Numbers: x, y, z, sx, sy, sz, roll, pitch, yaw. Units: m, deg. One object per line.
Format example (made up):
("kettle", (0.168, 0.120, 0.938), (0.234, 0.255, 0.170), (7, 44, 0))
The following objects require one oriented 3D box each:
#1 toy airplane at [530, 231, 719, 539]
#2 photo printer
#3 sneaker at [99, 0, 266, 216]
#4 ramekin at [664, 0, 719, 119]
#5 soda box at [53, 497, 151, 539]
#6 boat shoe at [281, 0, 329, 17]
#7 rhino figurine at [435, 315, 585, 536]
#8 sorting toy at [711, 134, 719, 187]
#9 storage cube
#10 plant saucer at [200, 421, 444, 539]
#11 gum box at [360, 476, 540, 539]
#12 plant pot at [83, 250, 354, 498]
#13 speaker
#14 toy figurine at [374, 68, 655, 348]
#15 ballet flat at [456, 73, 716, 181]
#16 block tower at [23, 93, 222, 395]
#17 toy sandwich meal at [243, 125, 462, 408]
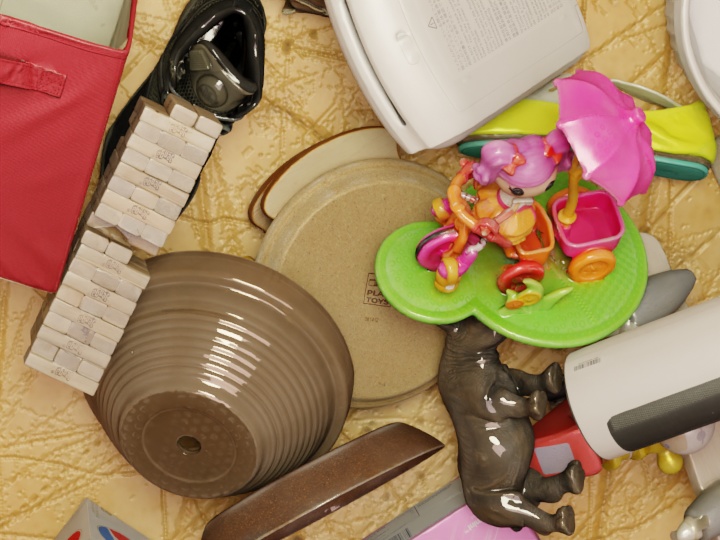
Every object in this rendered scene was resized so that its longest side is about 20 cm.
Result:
("toy airplane", (0.235, 0.096, 1.644), (0.199, 0.141, 0.200), (24, 97, -11))
("photo printer", (0.059, -0.181, 1.543), (0.200, 0.069, 0.167), (-36, 105, -44))
("sneaker", (-0.125, -0.105, 1.569), (0.076, 0.114, 0.200), (29, 98, -11))
("ramekin", (0.311, -0.190, 1.615), (0.198, 0.105, 0.202), (-2, 101, -8))
("soda box", (-0.181, 0.228, 1.582), (0.068, 0.200, 0.064), (36, 94, -13))
("boat shoe", (-0.029, -0.212, 1.591), (0.201, 0.075, 0.075), (29, 138, -23))
("rhino figurine", (0.097, 0.091, 1.600), (0.087, 0.060, 0.202), (-9, 98, 30))
("sorting toy", (0.313, 0.000, 1.604), (0.036, 0.200, 0.186), (-27, 104, -5))
("storage cube", (-0.252, -0.120, 1.499), (0.170, 0.200, 0.181), (15, 114, -11))
("plant saucer", (-0.034, 0.158, 1.600), (0.199, 0.200, 0.035), (-29, 83, -1))
("gum box", (0.046, 0.247, 1.685), (0.199, 0.066, 0.114), (-32, 103, 0))
("plant pot", (-0.109, 0.093, 1.576), (0.199, 0.093, 0.202), (6, 129, 8))
("speaker", (0.241, 0.059, 1.516), (0.199, 0.081, 0.082), (-22, 105, 24))
("toy figurine", (0.117, -0.056, 1.507), (0.198, 0.185, 0.151), (-7, 58, -14))
("ballet flat", (0.164, -0.108, 1.640), (0.198, 0.067, 0.068), (5, 80, -12))
("block tower", (-0.161, -0.022, 1.509), (0.054, 0.058, 0.201), (25, 97, -13))
("toy sandwich meal", (0.000, 0.000, 1.634), (0.203, 0.070, 0.207), (-5, 107, -17))
